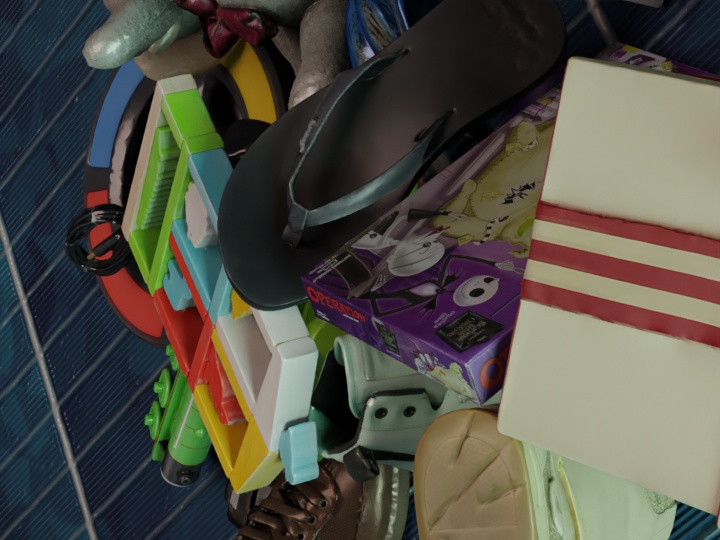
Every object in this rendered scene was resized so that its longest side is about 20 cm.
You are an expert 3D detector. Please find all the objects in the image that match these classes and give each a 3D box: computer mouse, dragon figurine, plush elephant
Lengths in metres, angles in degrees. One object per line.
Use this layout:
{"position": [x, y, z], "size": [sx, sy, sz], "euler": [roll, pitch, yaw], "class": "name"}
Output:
{"position": [-0.098, -0.041, 1.322], "size": [0.200, 0.059, 0.034], "euler": [-21, 46, 44], "class": "computer mouse"}
{"position": [0.029, -0.121, 1.171], "size": [0.059, 0.099, 0.201], "euler": [-43, 42, 51], "class": "dragon figurine"}
{"position": [-0.081, -0.155, 1.250], "size": [0.154, 0.165, 0.200], "euler": [-19, 28, 23], "class": "plush elephant"}

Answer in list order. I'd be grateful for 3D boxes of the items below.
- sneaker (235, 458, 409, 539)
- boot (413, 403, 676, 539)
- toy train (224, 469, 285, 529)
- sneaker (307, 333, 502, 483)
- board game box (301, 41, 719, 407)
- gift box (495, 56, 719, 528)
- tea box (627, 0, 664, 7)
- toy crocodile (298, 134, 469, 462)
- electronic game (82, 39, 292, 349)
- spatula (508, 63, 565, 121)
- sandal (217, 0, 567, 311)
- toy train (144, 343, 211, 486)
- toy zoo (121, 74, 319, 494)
{"position": [-0.036, 0.156, 1.253], "size": [0.070, 0.075, 0.201], "euler": [36, 113, 46], "class": "sneaker"}
{"position": [0.085, 0.150, 1.054], "size": [0.073, 0.155, 0.201], "euler": [-4, 93, 29], "class": "boot"}
{"position": [-0.037, 0.048, 1.292], "size": [0.046, 0.034, 0.201], "euler": [20, 101, 32], "class": "toy train"}
{"position": [0.057, 0.034, 1.122], "size": [0.200, 0.118, 0.074], "euler": [-49, 51, 35], "class": "sneaker"}
{"position": [0.085, -0.026, 1.058], "size": [0.120, 0.200, 0.032], "euler": [29, 148, 44], "class": "board game box"}
{"position": [0.171, 0.021, 0.931], "size": [0.187, 0.200, 0.185], "euler": [17, 104, 48], "class": "gift box"}
{"position": [0.049, -0.239, 1.102], "size": [0.200, 0.196, 0.134], "euler": [51, 123, 40], "class": "tea box"}
{"position": [0.000, 0.000, 1.226], "size": [0.067, 0.062, 0.201], "euler": [23, 98, 66], "class": "toy crocodile"}
{"position": [-0.099, -0.054, 1.380], "size": [0.200, 0.042, 0.201], "euler": [-7, 81, 49], "class": "electronic game"}
{"position": [0.057, -0.026, 1.204], "size": [0.200, 0.021, 0.057], "euler": [-57, 41, 30], "class": "spatula"}
{"position": [0.007, -0.065, 1.105], "size": [0.200, 0.043, 0.076], "euler": [-45, 81, 2], "class": "sandal"}
{"position": [-0.080, 0.044, 1.303], "size": [0.200, 0.042, 0.057], "euler": [110, 157, -43], "class": "toy train"}
{"position": [-0.067, 0.020, 1.191], "size": [0.200, 0.020, 0.131], "euler": [65, 155, 26], "class": "toy zoo"}
